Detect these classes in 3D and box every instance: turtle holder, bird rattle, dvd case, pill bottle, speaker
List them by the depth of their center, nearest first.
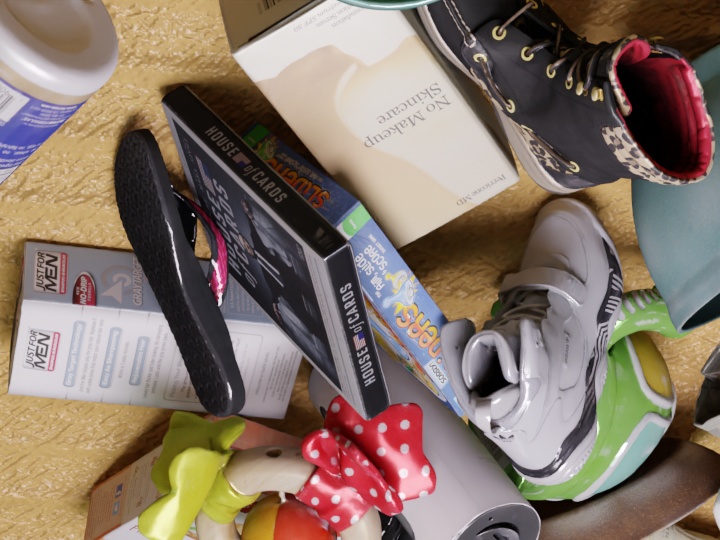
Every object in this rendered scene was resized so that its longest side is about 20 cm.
[{"bbox_3d":[-0.252,-0.104,1.323,0.120,0.120,0.200,31,125,-31],"label":"pill bottle"},{"bbox_3d":[-0.054,-0.013,1.387,0.025,0.200,0.151,-32,137,-17],"label":"dvd case"},{"bbox_3d":[-0.045,0.157,1.468,0.199,0.113,0.164,-6,124,6],"label":"bird rattle"},{"bbox_3d":[0.043,0.130,1.517,0.081,0.200,0.081,-20,136,-21],"label":"speaker"},{"bbox_3d":[0.159,0.076,1.546,0.131,0.141,0.186,7,105,-37],"label":"turtle holder"}]

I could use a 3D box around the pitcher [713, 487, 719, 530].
[{"bbox_3d":[0.348,0.143,1.571,0.200,0.172,0.121,-34,91,-12],"label":"pitcher"}]

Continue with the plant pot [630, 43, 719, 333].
[{"bbox_3d":[0.249,-0.070,1.364,0.200,0.134,0.200,-30,168,-7],"label":"plant pot"}]

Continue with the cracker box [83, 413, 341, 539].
[{"bbox_3d":[-0.103,0.178,1.623,0.134,0.058,0.200,22,146,-26],"label":"cracker box"}]

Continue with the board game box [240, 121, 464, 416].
[{"bbox_3d":[0.000,0.000,1.442,0.034,0.135,0.200,-43,130,-7],"label":"board game box"}]

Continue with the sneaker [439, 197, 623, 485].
[{"bbox_3d":[0.114,0.032,1.430,0.075,0.201,0.115,-5,156,32],"label":"sneaker"}]

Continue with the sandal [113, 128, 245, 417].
[{"bbox_3d":[-0.112,-0.001,1.442,0.045,0.075,0.201,-25,101,-26],"label":"sandal"}]

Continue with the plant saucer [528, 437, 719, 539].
[{"bbox_3d":[0.181,0.172,1.621,0.200,0.200,0.037,-24,95,18],"label":"plant saucer"}]

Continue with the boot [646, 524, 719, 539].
[{"bbox_3d":[0.212,0.260,1.766,0.154,0.072,0.200,19,138,-32],"label":"boot"}]

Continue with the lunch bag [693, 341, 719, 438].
[{"bbox_3d":[0.303,0.068,1.290,0.163,0.118,0.200,20,155,-3],"label":"lunch bag"}]

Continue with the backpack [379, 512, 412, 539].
[{"bbox_3d":[0.031,0.300,1.722,0.190,0.201,0.154,-33,142,29],"label":"backpack"}]

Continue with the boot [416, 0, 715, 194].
[{"bbox_3d":[0.120,-0.128,1.289,0.073,0.150,0.200,-38,111,-20],"label":"boot"}]

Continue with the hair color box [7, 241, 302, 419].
[{"bbox_3d":[-0.142,0.043,1.522,0.199,0.061,0.099,6,134,-12],"label":"hair color box"}]

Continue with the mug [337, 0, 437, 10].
[{"bbox_3d":[0.028,-0.231,1.210,0.185,0.114,0.152,-33,96,2],"label":"mug"}]

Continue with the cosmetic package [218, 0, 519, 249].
[{"bbox_3d":[0.007,-0.115,1.363,0.105,0.071,0.200,-30,130,14],"label":"cosmetic package"}]
